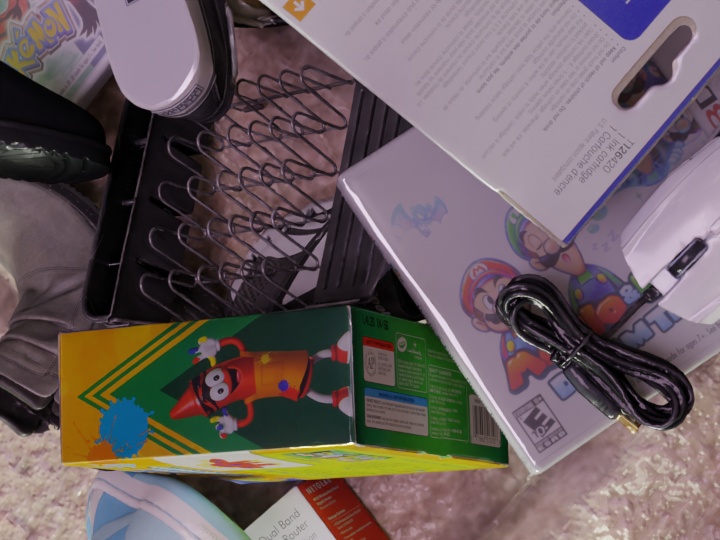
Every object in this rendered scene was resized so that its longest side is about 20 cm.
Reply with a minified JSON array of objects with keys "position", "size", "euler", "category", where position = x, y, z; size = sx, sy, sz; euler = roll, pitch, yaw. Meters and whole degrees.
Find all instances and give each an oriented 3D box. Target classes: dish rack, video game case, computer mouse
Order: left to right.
[{"position":[-0.207,-0.174,1.516],"size":[0.182,0.023,0.200],"euler":[50,129,9],"category":"video game case"},{"position":[-0.055,-0.043,1.422],"size":[0.200,0.055,0.154],"euler":[-7,66,42],"category":"dish rack"},{"position":[0.119,-0.025,1.347],"size":[0.200,0.024,0.182],"euler":[-33,84,-9],"category":"video game case"},{"position":[0.170,-0.017,1.316],"size":[0.110,0.044,0.200],"euler":[42,80,5],"category":"computer mouse"}]

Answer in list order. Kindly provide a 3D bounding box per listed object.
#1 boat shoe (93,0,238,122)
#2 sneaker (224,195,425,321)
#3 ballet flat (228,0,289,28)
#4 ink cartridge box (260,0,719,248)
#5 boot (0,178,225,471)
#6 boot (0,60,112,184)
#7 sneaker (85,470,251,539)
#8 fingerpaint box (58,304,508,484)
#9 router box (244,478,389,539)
[{"position":[-0.108,-0.174,1.405],"size":[0.072,0.068,0.200],"euler":[-23,73,22],"category":"boat shoe"},{"position":[0.000,0.000,1.429],"size":[0.200,0.066,0.091],"euler":[-37,41,26],"category":"sneaker"},{"position":[-0.032,-0.164,1.429],"size":[0.200,0.073,0.073],"euler":[3,102,26],"category":"ballet flat"},{"position":[0.085,-0.148,1.272],"size":[0.200,0.047,0.198],"euler":[38,97,-19],"category":"ink cartridge box"},{"position":[-0.184,0.022,1.498],"size":[0.200,0.131,0.068],"euler":[30,141,17],"category":"boot"},{"position":[-0.225,-0.145,1.459],"size":[0.200,0.076,0.168],"euler":[10,77,-11],"category":"boot"},{"position":[-0.142,0.180,1.474],"size":[0.080,0.200,0.131],"euler":[41,74,-11],"category":"sneaker"},{"position":[-0.036,0.067,1.374],"size":[0.167,0.200,0.074],"euler":[-6,81,25],"category":"fingerpaint box"},{"position":[-0.038,0.244,1.524],"size":[0.200,0.049,0.180],"euler":[-43,81,27],"category":"router box"}]
